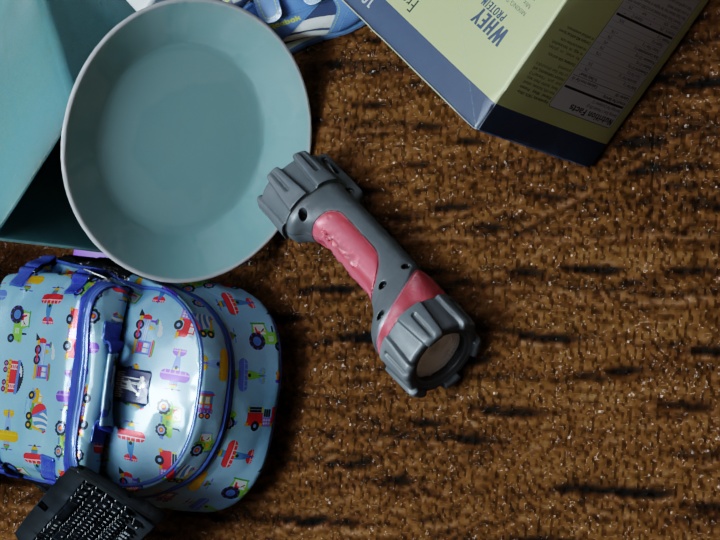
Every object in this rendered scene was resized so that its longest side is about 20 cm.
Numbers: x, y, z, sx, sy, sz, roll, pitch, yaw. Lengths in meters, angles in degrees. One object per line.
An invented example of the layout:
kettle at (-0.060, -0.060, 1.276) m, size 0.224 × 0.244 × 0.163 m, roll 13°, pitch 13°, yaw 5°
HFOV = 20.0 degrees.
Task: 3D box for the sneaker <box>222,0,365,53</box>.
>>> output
sneaker at (-0.053, -0.202, 1.471) m, size 0.199 × 0.082 × 0.075 m, roll -28°, pitch 64°, yaw 30°

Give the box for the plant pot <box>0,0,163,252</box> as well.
plant pot at (-0.208, -0.137, 1.540) m, size 0.142 × 0.140 × 0.201 m, roll -50°, pitch 48°, yaw 35°

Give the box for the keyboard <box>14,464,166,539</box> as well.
keyboard at (-0.191, 0.201, 1.463) m, size 0.040 × 0.103 × 0.200 m, roll -65°, pitch 9°, yaw -27°

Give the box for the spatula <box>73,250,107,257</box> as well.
spatula at (-0.233, 0.048, 1.610) m, size 0.056 × 0.020 × 0.202 m, roll 32°, pitch 103°, yaw 37°

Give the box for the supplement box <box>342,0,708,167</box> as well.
supplement box at (0.108, -0.211, 1.306) m, size 0.200 × 0.134 × 0.201 m, roll 47°, pitch 110°, yaw 34°

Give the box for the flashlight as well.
flashlight at (0.000, 0.000, 1.401) m, size 0.200 × 0.067 × 0.068 m, roll 46°, pitch 113°, yaw 33°

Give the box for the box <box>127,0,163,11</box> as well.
box at (-0.120, -0.299, 1.513) m, size 0.124 × 0.097 × 0.200 m, roll 45°, pitch 108°, yaw 20°

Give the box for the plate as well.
plate at (-0.124, -0.092, 1.440) m, size 0.025 × 0.199 × 0.202 m, roll 18°, pitch 93°, yaw 56°

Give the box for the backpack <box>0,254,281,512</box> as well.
backpack at (-0.160, 0.084, 1.474) m, size 0.199 × 0.134 × 0.185 m, roll 10°, pitch 89°, yaw 37°
